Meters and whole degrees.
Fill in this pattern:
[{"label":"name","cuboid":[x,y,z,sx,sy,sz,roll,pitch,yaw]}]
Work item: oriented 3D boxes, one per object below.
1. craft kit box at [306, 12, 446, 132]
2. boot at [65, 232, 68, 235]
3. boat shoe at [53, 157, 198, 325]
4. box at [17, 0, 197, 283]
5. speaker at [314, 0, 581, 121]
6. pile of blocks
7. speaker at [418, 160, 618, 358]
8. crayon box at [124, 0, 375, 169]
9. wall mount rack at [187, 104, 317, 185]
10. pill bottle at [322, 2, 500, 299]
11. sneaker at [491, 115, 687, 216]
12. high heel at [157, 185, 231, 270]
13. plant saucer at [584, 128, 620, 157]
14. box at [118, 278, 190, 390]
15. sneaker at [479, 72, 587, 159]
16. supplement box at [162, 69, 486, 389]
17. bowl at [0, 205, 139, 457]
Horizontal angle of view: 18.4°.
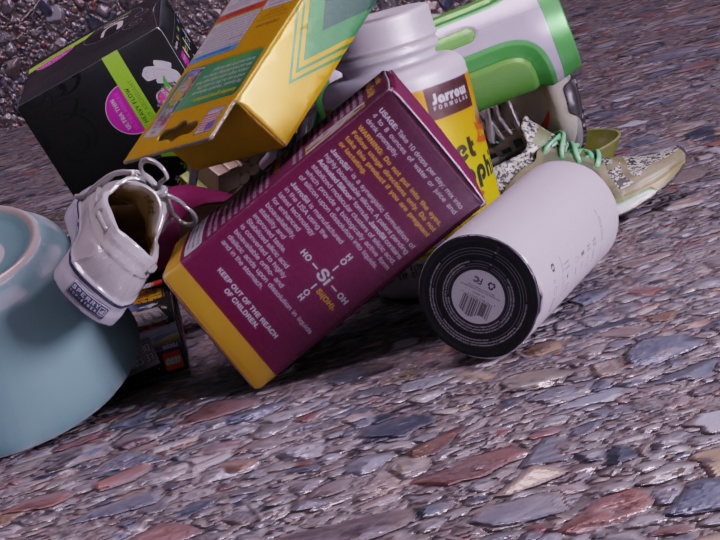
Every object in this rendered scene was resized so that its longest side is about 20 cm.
[{"label":"craft kit box","cuboid":[0.061,-0.159,1.938,0.196,0.049,0.200,-3,-23,-9]},{"label":"boot","cuboid":[-0.238,0.018,1.838,0.203,0.074,0.154,-20,14,-20]},{"label":"boat shoe","cuboid":[-0.154,-0.036,1.494,0.086,0.075,0.202,-47,10,12]},{"label":"box","cuboid":[-0.189,-0.117,1.977,0.148,0.200,0.124,-29,21,8]},{"label":"speaker","cuboid":[0.064,-0.153,1.701,0.199,0.089,0.088,-21,10,4]},{"label":"pile of blocks","cuboid":[-0.113,-0.092,1.900,0.200,0.082,0.062,-48,55,-3]},{"label":"speaker","cuboid":[0.107,-0.011,1.440,0.081,0.082,0.200,-11,12,24]},{"label":"crayon box","cuboid":[-0.068,-0.144,1.541,0.126,0.052,0.200,-9,44,56]},{"label":"wall mount rack","cuboid":[-0.074,-0.097,1.828,0.199,0.075,0.174,-18,-8,-36]},{"label":"pill bottle","cuboid":[0.037,-0.088,1.614,0.109,0.201,0.109,-15,11,3]},{"label":"sneaker","cuboid":[0.151,-0.078,1.706,0.199,0.089,0.077,-15,10,1]},{"label":"high heel","cuboid":[-0.094,-0.026,1.714,0.199,0.068,0.096,-9,20,-39]},{"label":"plant saucer","cuboid":[0.130,-0.079,1.908,0.199,0.031,0.200,-16,11,3]},{"label":"box","cuboid":[-0.199,0.056,1.652,0.136,0.040,0.200,-17,11,-3]},{"label":"sneaker","cuboid":[0.110,-0.113,1.797,0.093,0.071,0.200,-14,1,-19]},{"label":"supplement box","cuboid":[-0.025,-0.030,1.498,0.200,0.103,0.131,-39,8,7]},{"label":"bowl","cuboid":[-0.260,0.029,1.521,0.200,0.105,0.201,-10,33,7]}]
